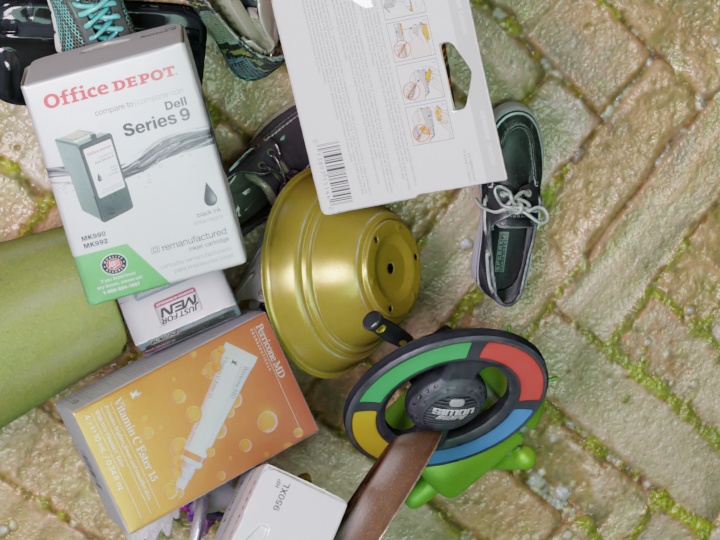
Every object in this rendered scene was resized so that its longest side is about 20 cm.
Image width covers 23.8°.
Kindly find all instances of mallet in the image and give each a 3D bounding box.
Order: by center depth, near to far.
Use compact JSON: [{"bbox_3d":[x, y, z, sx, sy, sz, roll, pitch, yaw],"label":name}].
[{"bbox_3d":[0.053,0.062,1.593,0.066,0.041,0.200,-37,156,1],"label":"mallet"}]

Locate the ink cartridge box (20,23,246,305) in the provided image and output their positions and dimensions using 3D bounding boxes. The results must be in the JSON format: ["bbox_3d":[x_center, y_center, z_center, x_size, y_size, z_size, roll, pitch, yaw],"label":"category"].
[{"bbox_3d":[-0.192,-0.091,1.452,0.145,0.084,0.202,-16,110,-2],"label":"ink cartridge box"}]

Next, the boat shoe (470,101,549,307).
[{"bbox_3d":[0.147,-0.063,1.685,0.073,0.068,0.201,4,110,-16],"label":"boat shoe"}]

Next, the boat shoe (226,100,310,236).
[{"bbox_3d":[-0.092,-0.085,1.618,0.200,0.065,0.072,-40,112,3],"label":"boat shoe"}]

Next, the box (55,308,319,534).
[{"bbox_3d":[-0.160,0.135,1.567,0.199,0.097,0.125,-28,100,-17],"label":"box"}]

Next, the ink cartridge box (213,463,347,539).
[{"bbox_3d":[-0.089,0.258,1.531,0.084,0.200,0.146,24,79,-5],"label":"ink cartridge box"}]

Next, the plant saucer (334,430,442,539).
[{"bbox_3d":[0.006,0.222,1.556,0.036,0.200,0.201,33,102,2],"label":"plant saucer"}]

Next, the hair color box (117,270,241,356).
[{"bbox_3d":[-0.192,-0.036,1.559,0.098,0.061,0.202,-22,78,-3],"label":"hair color box"}]

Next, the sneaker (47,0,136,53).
[{"bbox_3d":[-0.236,-0.229,1.476,0.077,0.091,0.201,-27,94,-13],"label":"sneaker"}]

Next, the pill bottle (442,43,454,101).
[{"bbox_3d":[0.025,-0.212,1.574,0.105,0.106,0.202,-15,115,-8],"label":"pill bottle"}]

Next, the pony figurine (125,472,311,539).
[{"bbox_3d":[-0.151,0.213,1.692,0.198,0.166,0.195,2,105,-31],"label":"pony figurine"}]

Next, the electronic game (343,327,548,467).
[{"bbox_3d":[0.081,0.122,1.599,0.198,0.042,0.201,-10,140,-8],"label":"electronic game"}]

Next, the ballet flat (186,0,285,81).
[{"bbox_3d":[-0.125,-0.260,1.533,0.074,0.074,0.200,-36,122,2],"label":"ballet flat"}]

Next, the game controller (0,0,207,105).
[{"bbox_3d":[-0.240,-0.196,1.557,0.198,0.042,0.105,2,125,-14],"label":"game controller"}]

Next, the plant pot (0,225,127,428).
[{"bbox_3d":[-0.319,0.051,1.563,0.183,0.200,0.202,-23,116,-16],"label":"plant pot"}]

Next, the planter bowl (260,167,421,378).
[{"bbox_3d":[0.000,0.000,1.601,0.083,0.201,0.202,-3,122,35],"label":"planter bowl"}]

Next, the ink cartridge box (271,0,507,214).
[{"bbox_3d":[0.029,-0.163,1.500,0.174,0.045,0.202,-9,104,16],"label":"ink cartridge box"}]

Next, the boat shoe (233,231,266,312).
[{"bbox_3d":[-0.090,0.026,1.661,0.071,0.070,0.200,36,100,-24],"label":"boat shoe"}]

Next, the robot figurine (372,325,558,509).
[{"bbox_3d":[0.103,0.149,1.734,0.200,0.116,0.176,-42,107,5],"label":"robot figurine"}]
